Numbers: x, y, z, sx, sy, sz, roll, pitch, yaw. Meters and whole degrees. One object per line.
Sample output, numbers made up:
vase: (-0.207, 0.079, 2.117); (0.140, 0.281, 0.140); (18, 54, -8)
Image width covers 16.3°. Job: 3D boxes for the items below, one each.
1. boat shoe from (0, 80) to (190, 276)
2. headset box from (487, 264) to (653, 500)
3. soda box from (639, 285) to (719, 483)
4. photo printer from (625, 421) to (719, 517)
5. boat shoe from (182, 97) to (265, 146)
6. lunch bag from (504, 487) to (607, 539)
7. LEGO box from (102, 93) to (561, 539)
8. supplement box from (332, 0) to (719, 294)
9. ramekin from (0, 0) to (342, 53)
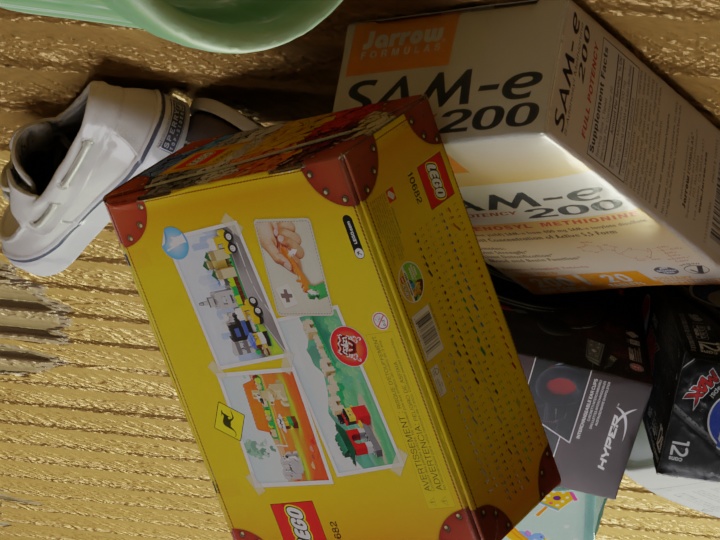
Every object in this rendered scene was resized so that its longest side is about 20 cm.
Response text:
boat shoe: (-0.164, -0.053, 1.374); (0.066, 0.072, 0.200); (22, 157, -23)
headset box: (0.048, 0.036, 1.348); (0.200, 0.075, 0.149); (14, -156, -3)
soda box: (0.185, 0.046, 1.343); (0.063, 0.071, 0.200); (10, -162, -3)
photo printer: (0.277, 0.121, 1.674); (0.166, 0.070, 0.200); (21, 159, -31)
boat shoe: (-0.033, -0.029, 1.278); (0.200, 0.060, 0.072); (32, 179, 39)
lunch bag: (0.082, 0.088, 1.599); (0.170, 0.122, 0.200); (11, 144, 9)
LEGO box: (-0.013, 0.034, 1.175); (0.149, 0.200, 0.077); (-9, -162, 38)
supplement box: (0.092, -0.055, 1.234); (0.126, 0.074, 0.200); (-4, 157, 36)
ramekin: (-0.073, -0.170, 0.794); (0.098, 0.200, 0.200); (5, 163, 34)
